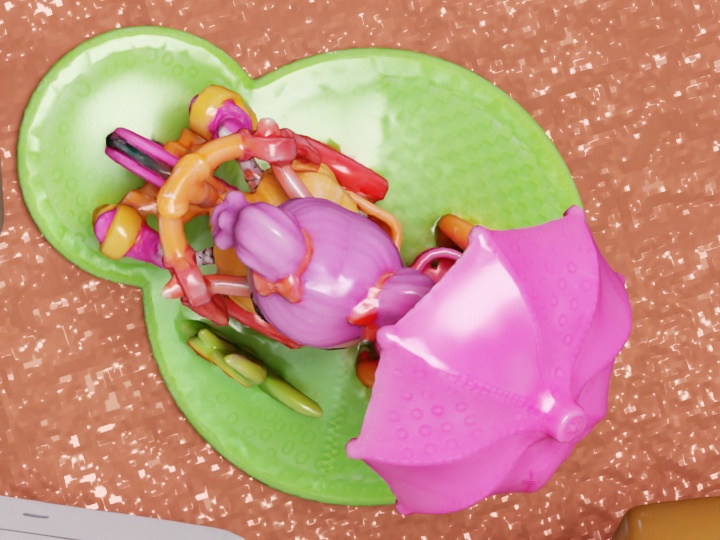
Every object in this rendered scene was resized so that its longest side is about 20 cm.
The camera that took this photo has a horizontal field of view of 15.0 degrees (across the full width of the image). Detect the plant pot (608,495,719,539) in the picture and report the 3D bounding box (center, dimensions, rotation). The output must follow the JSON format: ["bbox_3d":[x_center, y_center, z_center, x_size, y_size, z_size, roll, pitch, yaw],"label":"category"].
[{"bbox_3d":[0.051,0.174,0.841,0.183,0.200,0.200,-4,98,5],"label":"plant pot"}]

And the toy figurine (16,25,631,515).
[{"bbox_3d":[0.000,0.000,0.801,0.200,0.184,0.150,30,89,-13],"label":"toy figurine"}]

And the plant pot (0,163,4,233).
[{"bbox_3d":[-0.186,-0.094,0.674,0.200,0.177,0.200,-4,92,-12],"label":"plant pot"}]

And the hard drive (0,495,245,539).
[{"bbox_3d":[-0.113,0.128,0.767,0.132,0.200,0.027,8,119,5],"label":"hard drive"}]
